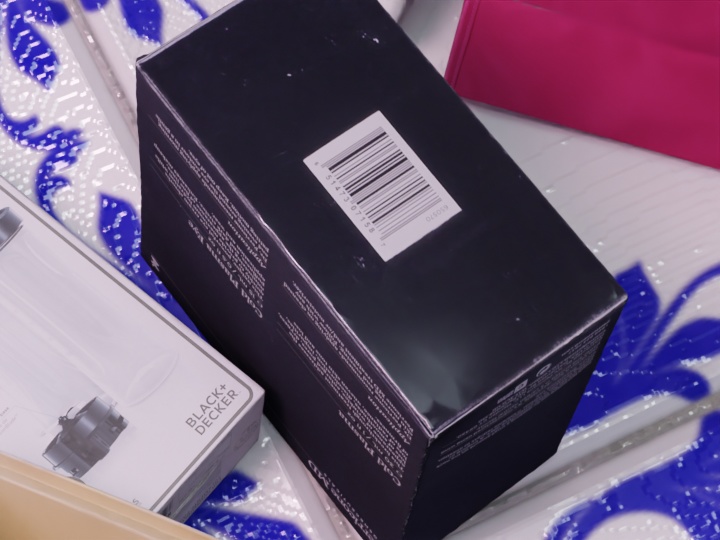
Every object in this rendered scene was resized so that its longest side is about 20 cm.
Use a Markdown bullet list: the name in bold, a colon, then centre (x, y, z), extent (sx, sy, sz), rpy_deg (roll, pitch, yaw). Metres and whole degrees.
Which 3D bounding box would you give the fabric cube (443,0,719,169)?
- **fabric cube**: centre (0.166, -0.182, 1.054), extent (0.198, 0.200, 0.197), rpy_deg (15, 64, 0)

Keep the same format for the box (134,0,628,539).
- **box**: centre (0.000, 0.000, 0.964), extent (0.104, 0.182, 0.200), rpy_deg (-33, 73, -19)

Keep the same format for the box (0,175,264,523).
- **box**: centre (-0.153, 0.043, 0.997), extent (0.200, 0.060, 0.117), rpy_deg (37, 68, 11)

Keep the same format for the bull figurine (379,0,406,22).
- **bull figurine**: centre (0.007, -0.188, 1.076), extent (0.065, 0.200, 0.122), rpy_deg (5, 41, -45)

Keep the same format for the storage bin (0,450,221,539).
- **storage bin**: centre (-0.105, 0.183, 0.846), extent (0.197, 0.094, 0.200), rpy_deg (23, 27, -13)
